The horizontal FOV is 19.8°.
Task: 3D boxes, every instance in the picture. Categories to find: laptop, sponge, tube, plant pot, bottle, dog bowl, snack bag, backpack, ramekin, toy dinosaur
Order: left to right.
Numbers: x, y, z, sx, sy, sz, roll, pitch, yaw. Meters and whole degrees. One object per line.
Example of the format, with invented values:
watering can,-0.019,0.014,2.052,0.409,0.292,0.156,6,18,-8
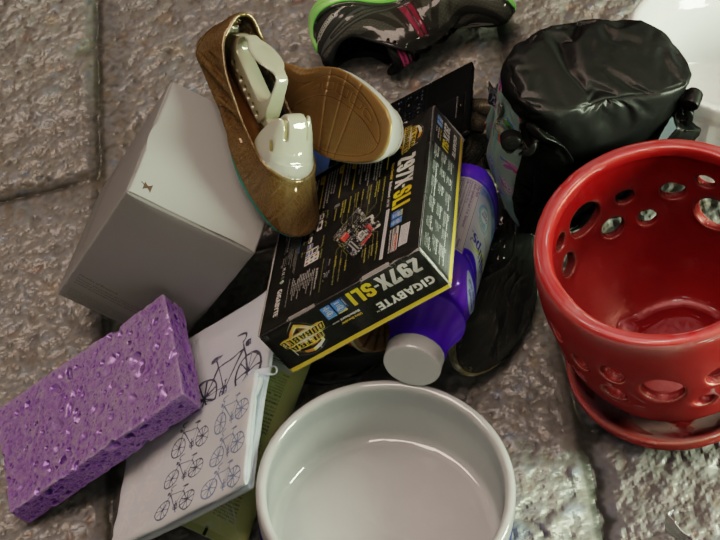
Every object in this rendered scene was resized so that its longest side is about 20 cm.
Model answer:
sponge,-0.222,0.116,1.720,0.200,0.030,0.112,-34,46,20
snack bag,-0.134,0.119,1.680,0.188,0.021,0.200,-30,40,42
tube,-0.090,0.126,1.692,0.058,0.052,0.200,10,76,66
laptop,-0.010,-0.147,1.822,0.200,0.103,0.177,-27,21,16
dog bowl,0.019,0.188,1.596,0.200,0.079,0.200,0,53,0
bottle,0.064,0.004,1.668,0.065,0.084,0.200,5,46,15
toy dinosaur,0.101,-0.124,1.833,0.102,0.077,0.200,6,46,40
backpack,0.177,-0.117,1.688,0.166,0.200,0.127,-6,62,-9
plant pot,0.245,0.026,1.613,0.200,0.183,0.201,-7,54,10
ramekin,0.318,-0.155,1.757,0.200,0.098,0.201,4,43,-4

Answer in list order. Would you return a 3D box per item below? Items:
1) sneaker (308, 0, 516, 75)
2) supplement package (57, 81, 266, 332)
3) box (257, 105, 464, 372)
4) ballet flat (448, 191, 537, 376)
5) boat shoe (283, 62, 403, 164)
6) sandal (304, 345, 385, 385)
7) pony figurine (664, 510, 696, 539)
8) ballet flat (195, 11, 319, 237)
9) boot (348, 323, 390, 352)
sneaker,0.051,-0.226,1.943,0.199,0.077,0.084,-8,69,13
supplement package,-0.158,-0.043,1.749,0.120,0.200,0.121,26,57,-12
box,0.003,-0.027,1.646,0.159,0.049,0.200,-28,30,24
ballet flat,0.117,0.010,1.756,0.057,0.066,0.200,-26,34,50
boat shoe,-0.019,-0.132,1.706,0.200,0.069,0.071,28,102,49
sandal,-0.039,0.070,1.755,0.200,0.043,0.076,-13,42,11
pony figurine,0.292,0.260,1.461,0.200,0.167,0.193,-25,57,-25
ballet flat,-0.075,-0.125,1.663,0.068,0.072,0.200,-4,61,-35
boot,0.000,0.000,1.738,0.107,0.075,0.200,-13,35,29
